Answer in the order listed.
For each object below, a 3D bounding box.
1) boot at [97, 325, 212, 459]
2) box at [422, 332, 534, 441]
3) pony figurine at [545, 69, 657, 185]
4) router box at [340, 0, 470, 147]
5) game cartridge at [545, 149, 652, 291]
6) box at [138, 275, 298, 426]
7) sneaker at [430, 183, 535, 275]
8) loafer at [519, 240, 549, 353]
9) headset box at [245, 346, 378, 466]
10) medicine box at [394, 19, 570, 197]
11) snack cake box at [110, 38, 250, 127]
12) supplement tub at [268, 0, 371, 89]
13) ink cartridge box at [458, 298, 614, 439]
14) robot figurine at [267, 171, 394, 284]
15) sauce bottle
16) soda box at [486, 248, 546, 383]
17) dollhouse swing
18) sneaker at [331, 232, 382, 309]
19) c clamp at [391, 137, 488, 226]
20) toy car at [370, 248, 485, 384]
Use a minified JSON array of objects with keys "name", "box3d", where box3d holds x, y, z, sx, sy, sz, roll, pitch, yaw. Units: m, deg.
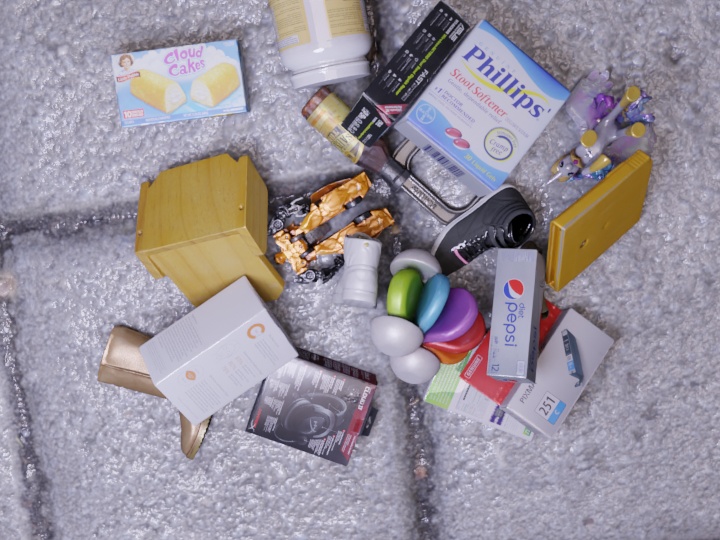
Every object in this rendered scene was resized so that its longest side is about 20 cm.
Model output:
[{"name":"boot","box3d":[-0.340,0.203,1.523,0.200,0.066,0.175,18,86,-4]},{"name":"box","box3d":[0.222,0.185,1.539,0.200,0.036,0.144,22,97,-5]},{"name":"pony figurine","box3d":[0.378,-0.214,1.421,0.167,0.200,0.193,45,80,0]},{"name":"router box","box3d":[0.065,-0.292,1.377,0.062,0.150,0.200,40,76,-6]},{"name":"game cartridge","box3d":[0.367,-0.077,1.414,0.200,0.176,0.032,-39,60,-17]},{"name":"box","box3d":[-0.220,0.125,1.425,0.200,0.097,0.124,-34,134,-4]},{"name":"sneaker","box3d":[0.195,-0.048,1.464,0.200,0.099,0.071,-44,124,5]},{"name":"loafer","box3d":[0.273,0.051,1.477,0.067,0.076,0.200,9,80,17]},{"name":"headset box","box3d":[-0.072,0.223,1.519,0.200,0.077,0.149,19,98,-4]},{"name":"medicine box","box3d":[0.187,-0.249,1.424,0.182,0.103,0.200,38,86,-6]},{"name":"snack cake box","box3d":[-0.282,-0.295,1.445,0.200,0.067,0.115,-8,99,0]},{"name":"supplement tub","box3d":[-0.063,-0.387,1.394,0.145,0.145,0.200,-11,99,1]},{"name":"ink cartridge box","box3d":[0.288,0.144,1.494,0.176,0.045,0.200,35,79,-2]},{"name":"robot figurine","box3d":[-0.054,-0.067,1.486,0.200,0.058,0.145,-31,97,3]},{"name":"sauce bottle","box3d":[-0.004,-0.207,1.459,0.200,0.066,0.066,41,96,-2]},{"name":"soda box","box3d":[0.241,0.070,1.405,0.063,0.068,0.200,2,76,24]},{"name":"dollhouse swing","box3d":[-0.226,-0.055,1.470,0.200,0.176,0.182,-13,62,22]},{"name":"sneaker","box3d":[0.000,0.000,1.439,0.074,0.200,0.116,8,83,-7]},{"name":"c clamp","box3d":[0.141,-0.177,1.487,0.171,0.027,0.200,-42,97,6]},{"name":"toy car","box3d":[0.116,0.074,1.420,0.150,0.200,0.175,2,55,29]}]
